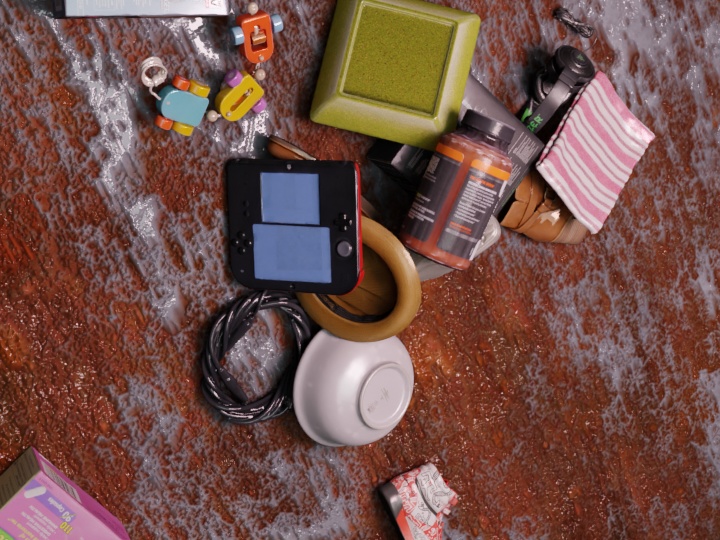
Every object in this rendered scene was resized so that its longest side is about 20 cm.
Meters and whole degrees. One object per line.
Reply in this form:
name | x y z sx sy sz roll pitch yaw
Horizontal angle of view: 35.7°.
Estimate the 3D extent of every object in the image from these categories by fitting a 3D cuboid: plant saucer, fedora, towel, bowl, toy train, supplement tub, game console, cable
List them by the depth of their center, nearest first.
toy train | -0.192 -0.261 1.445 0.199 0.056 0.151 -25 130 -19
supplement tub | 0.133 -0.108 1.479 0.107 0.107 0.201 20 99 -26
game console | -0.089 -0.059 1.489 0.031 0.199 0.178 -30 120 -60
plant saucer | 0.049 -0.279 1.506 0.199 0.048 0.201 14 85 -1
fedora | 0.000 0.000 1.537 0.082 0.200 0.202 -42 123 -57
cable | -0.143 0.115 1.571 0.162 0.051 0.201 0 104 -19
bowl | 0.009 0.167 1.593 0.200 0.090 0.202 -11 107 -38
towel | 0.346 -0.174 1.642 0.146 0.030 0.200 43 66 -22

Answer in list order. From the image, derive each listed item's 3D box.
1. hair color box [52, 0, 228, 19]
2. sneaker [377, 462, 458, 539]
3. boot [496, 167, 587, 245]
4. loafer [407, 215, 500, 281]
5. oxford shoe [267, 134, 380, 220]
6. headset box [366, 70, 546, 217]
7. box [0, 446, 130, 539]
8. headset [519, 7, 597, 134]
hair color box | -0.273 -0.342 1.382 0.199 0.099 0.061 -7 103 -22
sneaker | 0.111 0.394 1.726 0.108 0.067 0.202 -27 108 -14
boot | 0.292 -0.140 1.687 0.154 0.074 0.201 12 97 -27
loafer | 0.114 -0.030 1.587 0.070 0.199 0.070 3 70 -57
oxford shoe | -0.061 -0.111 1.543 0.200 0.071 0.071 41 89 -26
headset box | 0.132 -0.173 1.600 0.200 0.093 0.174 38 85 -25
box | -0.434 0.369 1.464 0.200 0.097 0.176 -45 115 -8
headset | 0.283 -0.291 1.636 0.094 0.123 0.200 36 69 -5
